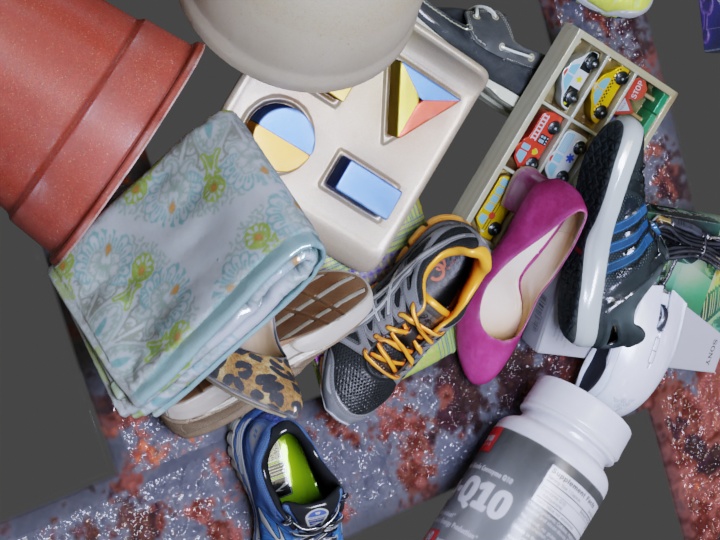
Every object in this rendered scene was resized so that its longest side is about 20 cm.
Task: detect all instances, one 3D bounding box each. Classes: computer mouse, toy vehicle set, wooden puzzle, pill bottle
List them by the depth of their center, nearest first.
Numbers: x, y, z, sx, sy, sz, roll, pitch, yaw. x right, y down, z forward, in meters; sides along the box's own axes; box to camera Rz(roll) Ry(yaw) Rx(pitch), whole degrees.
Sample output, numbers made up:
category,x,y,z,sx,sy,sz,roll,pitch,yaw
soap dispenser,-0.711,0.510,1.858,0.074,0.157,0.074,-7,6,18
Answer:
category,x,y,z,sx,sy,sz,roll,pitch,yaw
wooden puzzle,-0.012,-0.118,1.384,0.184,0.046,0.201,30,96,-22
pill bottle,0.141,0.198,1.474,0.114,0.114,0.201,39,76,-19
toy vehicle set,0.176,-0.098,1.487,0.124,0.027,0.201,25,101,-31
computer mouse,0.258,0.052,1.507,0.109,0.044,0.201,17,106,-30

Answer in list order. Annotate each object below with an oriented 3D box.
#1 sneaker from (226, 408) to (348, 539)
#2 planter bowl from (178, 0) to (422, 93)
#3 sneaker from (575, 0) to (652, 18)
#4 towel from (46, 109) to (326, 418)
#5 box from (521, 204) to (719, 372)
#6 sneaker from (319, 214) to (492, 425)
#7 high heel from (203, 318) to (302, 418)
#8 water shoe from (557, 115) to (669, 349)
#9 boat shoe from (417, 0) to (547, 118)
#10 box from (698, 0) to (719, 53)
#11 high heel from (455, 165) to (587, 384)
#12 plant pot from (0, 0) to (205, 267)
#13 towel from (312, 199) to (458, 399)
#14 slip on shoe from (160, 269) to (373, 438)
category,x,y,z,sx,sy,sz,roll,pitch,yaw
sneaker,-0.050,0.209,1.403,0.078,0.089,0.202,-24,100,-20
planter bowl,-0.032,-0.254,1.275,0.198,0.135,0.202,7,64,-15
sneaker,0.192,-0.300,1.469,0.075,0.076,0.200,-44,109,-17
towel,-0.136,-0.006,1.297,0.200,0.172,0.048,-41,144,7
box,0.254,0.013,1.533,0.198,0.036,0.146,6,110,-27
sneaker,0.037,0.041,1.417,0.078,0.077,0.201,35,87,-24
high heel,-0.079,0.016,1.312,0.071,0.200,0.143,19,103,-42
water shoe,0.220,-0.032,1.437,0.078,0.072,0.202,5,110,-15
boat shoe,0.095,-0.197,1.468,0.199,0.072,0.068,30,88,-30
box,0.383,-0.305,1.552,0.103,0.148,0.202,-9,94,-23
high heel,0.139,0.017,1.448,0.067,0.096,0.202,13,106,-28
plant pot,-0.250,-0.141,1.264,0.195,0.201,0.202,35,78,-12
towel,0.000,0.000,1.459,0.143,0.023,0.202,-24,101,-22
slip on shoe,-0.076,0.070,1.395,0.199,0.076,0.061,-33,137,-15
